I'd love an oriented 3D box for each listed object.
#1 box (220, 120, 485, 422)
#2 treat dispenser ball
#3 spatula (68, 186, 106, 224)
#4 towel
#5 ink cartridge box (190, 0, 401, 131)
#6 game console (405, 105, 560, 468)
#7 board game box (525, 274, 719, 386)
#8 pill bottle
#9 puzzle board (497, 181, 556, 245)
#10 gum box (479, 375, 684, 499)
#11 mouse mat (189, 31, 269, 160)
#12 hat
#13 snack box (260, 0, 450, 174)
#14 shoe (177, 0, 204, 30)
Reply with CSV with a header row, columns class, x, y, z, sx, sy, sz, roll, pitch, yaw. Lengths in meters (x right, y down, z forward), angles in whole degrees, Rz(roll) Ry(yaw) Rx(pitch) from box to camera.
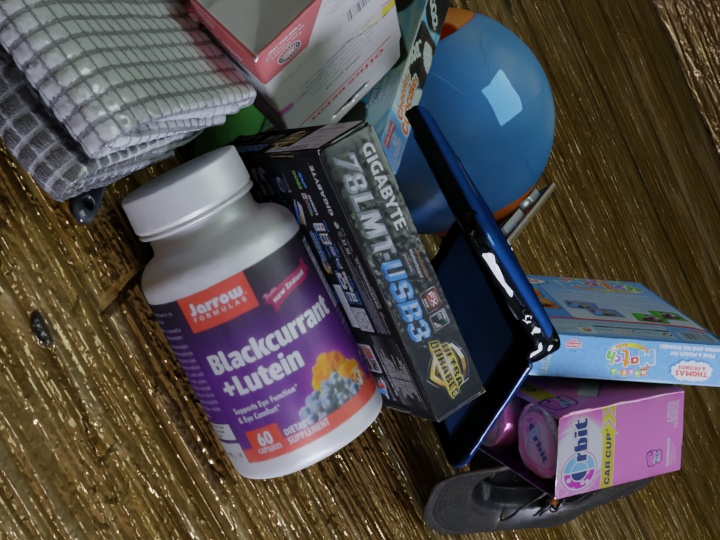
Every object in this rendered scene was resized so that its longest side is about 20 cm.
class,x,y,z,sx,sy,sz,roll,pitch,yaw
box,-0.018,-0.001,0.958,0.050,0.198,0.201,-31,106,-22
treat dispenser ball,0.070,-0.130,1.212,0.201,0.200,0.202,45,34,-43
spatula,-0.162,-0.097,0.921,0.057,0.021,0.201,43,36,-27
towel,-0.172,-0.132,0.825,0.166,0.086,0.200,50,21,2
ink cartridge box,-0.037,-0.165,0.952,0.067,0.116,0.200,44,-6,14
game console,0.056,0.008,1.002,0.171,0.118,0.200,54,8,-33
board game box,0.180,0.042,1.081,0.200,0.150,0.037,-118,-147,-75
pill bottle,-0.075,0.025,0.903,0.201,0.111,0.111,64,25,-12
puzzle board,0.097,-0.016,1.247,0.017,0.151,0.200,51,26,-3
gum box,0.142,0.101,1.068,0.113,0.200,0.066,-8,107,-26
mouse mat,-0.084,-0.156,1.089,0.161,0.007,0.201,19,70,-60
hat,0.144,0.156,1.164,0.200,0.200,0.081,33,40,-53
snack box,-0.005,-0.157,1.107,0.037,0.116,0.201,56,41,-43
shoe,-0.108,-0.199,0.980,0.071,0.091,0.200,39,-18,28
